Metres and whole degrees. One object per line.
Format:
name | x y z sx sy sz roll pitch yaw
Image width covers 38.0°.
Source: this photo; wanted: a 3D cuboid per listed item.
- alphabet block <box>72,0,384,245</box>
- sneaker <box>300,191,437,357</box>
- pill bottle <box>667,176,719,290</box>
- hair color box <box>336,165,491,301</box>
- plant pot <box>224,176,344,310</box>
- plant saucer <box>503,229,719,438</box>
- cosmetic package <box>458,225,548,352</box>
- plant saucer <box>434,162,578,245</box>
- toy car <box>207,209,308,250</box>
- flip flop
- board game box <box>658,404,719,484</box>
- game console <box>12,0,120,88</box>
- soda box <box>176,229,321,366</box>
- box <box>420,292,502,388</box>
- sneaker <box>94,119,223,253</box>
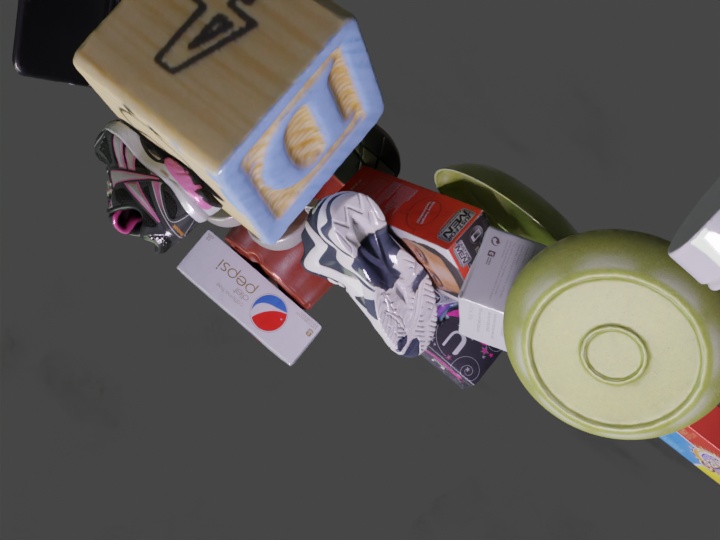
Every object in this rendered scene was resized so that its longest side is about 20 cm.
alphabet block | -0.120 -0.181 1.022 0.199 0.197 0.196 37 171 20
sneaker | 0.000 0.000 1.130 0.200 0.079 0.129 53 164 -25
pill bottle | 0.270 0.020 0.553 0.200 0.120 0.120 40 172 5
hair color box | 0.065 -0.038 1.129 0.199 0.061 0.102 25 156 48
plant pot | -0.064 -0.067 1.388 0.200 0.196 0.201 39 172 6
plant saucer | 0.214 0.064 0.876 0.200 0.200 0.031 40 -147 -1
cosmetic package | 0.196 0.043 0.970 0.198 0.082 0.113 21 163 14
plant saucer | 0.160 -0.045 1.050 0.200 0.031 0.200 40 172 7
toy car | -0.126 -0.136 1.252 0.199 0.150 0.176 23 153 34
flip flop | -0.034 -0.165 1.185 0.199 0.081 0.058 34 -151 -16
board game box | 0.425 0.214 1.189 0.199 0.040 0.153 38 172 14
game console | -0.329 -0.313 1.173 0.115 0.202 0.176 6 -172 -24
soda box | -0.147 0.038 1.392 0.200 0.068 0.064 40 172 2
box | 0.122 0.074 1.584 0.199 0.115 0.132 39 173 5
sneaker | -0.225 -0.082 1.040 0.200 0.086 0.080 33 168 49
